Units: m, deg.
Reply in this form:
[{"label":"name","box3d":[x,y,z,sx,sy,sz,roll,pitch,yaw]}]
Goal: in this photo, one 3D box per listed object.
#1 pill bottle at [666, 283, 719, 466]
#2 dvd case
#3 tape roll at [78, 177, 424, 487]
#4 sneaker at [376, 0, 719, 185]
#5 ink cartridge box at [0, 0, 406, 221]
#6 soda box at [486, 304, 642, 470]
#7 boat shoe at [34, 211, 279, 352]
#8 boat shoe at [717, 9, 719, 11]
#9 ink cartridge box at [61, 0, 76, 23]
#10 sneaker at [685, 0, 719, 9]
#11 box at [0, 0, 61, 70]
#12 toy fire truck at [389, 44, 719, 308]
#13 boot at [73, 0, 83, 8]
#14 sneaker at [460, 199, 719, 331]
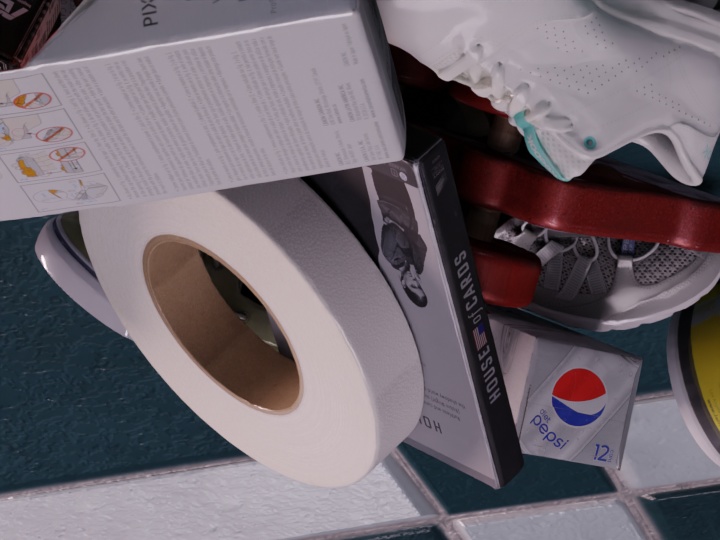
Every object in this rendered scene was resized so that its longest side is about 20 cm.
[{"label":"pill bottle","box3d":[0.280,0.038,1.522,0.199,0.113,0.112,-22,143,33]},{"label":"dvd case","box3d":[0.000,0.000,1.278,0.150,0.025,0.201,25,144,40]},{"label":"tape roll","box3d":[-0.055,0.016,1.310,0.202,0.037,0.203,35,150,24]},{"label":"sneaker","box3d":[0.079,-0.085,1.185,0.199,0.089,0.075,10,170,-25]},{"label":"ink cartridge box","box3d":[-0.088,-0.078,1.112,0.198,0.051,0.162,-6,160,5]},{"label":"soda box","box3d":[0.081,0.057,1.505,0.068,0.064,0.200,11,-176,-19]},{"label":"boat shoe","box3d":[-0.076,0.015,1.445,0.199,0.072,0.062,29,113,-3]},{"label":"boat shoe","box3d":[0.111,-0.126,1.288,0.198,0.068,0.072,-2,150,3]},{"label":"ink cartridge box","box3d":[-0.123,-0.098,1.340,0.198,0.067,0.116,0,149,0]},{"label":"sneaker","box3d":[0.200,-0.195,1.184,0.098,0.071,0.201,-9,144,-16]},{"label":"box","box3d":[-0.221,-0.131,1.173,0.192,0.048,0.200,26,171,-3]},{"label":"toy fire truck","box3d":[0.070,-0.051,1.351,0.167,0.113,0.199,8,-170,-45]},{"label":"boot","box3d":[-0.144,-0.178,1.108,0.199,0.072,0.167,-19,110,3]},{"label":"sneaker","box3d":[0.102,-0.017,1.465,0.198,0.075,0.082,1,152,1]}]
